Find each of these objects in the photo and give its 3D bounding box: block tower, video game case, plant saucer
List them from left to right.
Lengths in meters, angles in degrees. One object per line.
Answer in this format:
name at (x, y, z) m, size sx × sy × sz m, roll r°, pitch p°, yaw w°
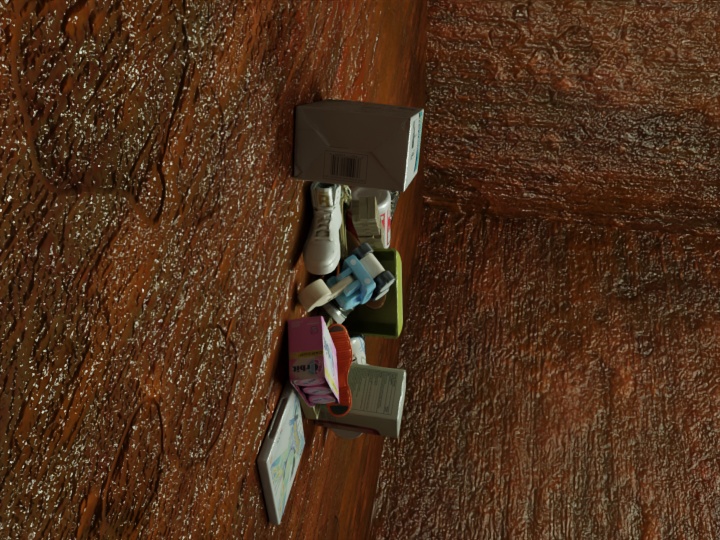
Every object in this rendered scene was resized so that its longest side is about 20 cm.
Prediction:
video game case at (-0.142, 0.334, 1.157) m, size 0.183 × 0.022 × 0.201 m, roll -73°, pitch 166°, yaw -49°
block tower at (0.020, -0.098, 1.404) m, size 0.200 × 0.054 × 0.058 m, roll 69°, pitch 19°, yaw -68°
plant saucer at (0.032, 0.050, 1.460) m, size 0.048 × 0.199 × 0.201 m, roll -3°, pitch 92°, yaw -41°

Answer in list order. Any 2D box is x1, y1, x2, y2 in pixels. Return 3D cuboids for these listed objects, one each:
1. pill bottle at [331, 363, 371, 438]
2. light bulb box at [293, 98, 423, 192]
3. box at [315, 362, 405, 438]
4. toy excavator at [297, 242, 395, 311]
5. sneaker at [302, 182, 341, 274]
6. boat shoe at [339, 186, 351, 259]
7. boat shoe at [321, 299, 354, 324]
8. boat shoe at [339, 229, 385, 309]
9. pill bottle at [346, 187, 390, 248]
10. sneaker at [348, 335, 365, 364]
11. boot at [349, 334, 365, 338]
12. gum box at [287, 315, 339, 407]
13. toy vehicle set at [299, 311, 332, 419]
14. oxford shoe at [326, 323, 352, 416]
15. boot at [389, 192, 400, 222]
pill bottle at (-0.015, 0.342, 1.655) m, size 0.200 × 0.113 × 0.115 m, roll -65°, pitch 159°, yaw -63°
light bulb box at (0.003, -0.229, 1.114) m, size 0.200 × 0.197 × 0.126 m, roll -56°, pitch 153°, yaw -68°
box at (-0.001, 0.295, 1.444) m, size 0.109 × 0.198 × 0.129 m, roll 85°, pitch 15°, yaw -54°
toy excavator at (-0.035, 0.035, 1.257) m, size 0.199 × 0.100 × 0.195 m, roll -35°, pitch 169°, yaw -16°
sneaker at (-0.073, -0.093, 1.160) m, size 0.201 × 0.073 × 0.116 m, roll -88°, pitch 176°, yaw -49°
boat shoe at (-0.042, -0.119, 1.327) m, size 0.073 × 0.063 × 0.202 m, roll 75°, pitch 24°, yaw -66°
boat shoe at (-0.043, 0.065, 1.381) m, size 0.064 × 0.071 × 0.200 m, roll -43°, pitch -178°, yaw 6°
boat shoe at (0.000, 0.000, 1.412) m, size 0.070 × 0.070 × 0.201 m, roll 84°, pitch -19°, yaw -73°
pill bottle at (0.019, -0.107, 1.563) m, size 0.113 × 0.111 × 0.201 m, roll -73°, pitch 167°, yaw -47°
sneaker at (-0.019, 0.216, 1.511) m, size 0.200 × 0.071 × 0.073 m, roll 83°, pitch -8°, yaw -58°
boot at (0.003, 0.138, 1.664) m, size 0.166 × 0.065 × 0.200 m, roll -63°, pitch 175°, yaw 19°
gum box at (-0.085, 0.178, 1.183) m, size 0.200 × 0.066 × 0.114 m, roll 77°, pitch 7°, yaw -64°
toy vehicle set at (-0.092, 0.205, 1.360) m, size 0.125 × 0.026 × 0.201 m, roll 84°, pitch 16°, yaw -54°
oxford shoe at (-0.059, 0.206, 1.336) m, size 0.073 × 0.071 × 0.202 m, roll -147°, pitch -123°, yaw -69°
boot at (0.071, -0.190, 1.611) m, size 0.174 × 0.069 × 0.201 m, roll 125°, pitch -18°, yaw -84°
